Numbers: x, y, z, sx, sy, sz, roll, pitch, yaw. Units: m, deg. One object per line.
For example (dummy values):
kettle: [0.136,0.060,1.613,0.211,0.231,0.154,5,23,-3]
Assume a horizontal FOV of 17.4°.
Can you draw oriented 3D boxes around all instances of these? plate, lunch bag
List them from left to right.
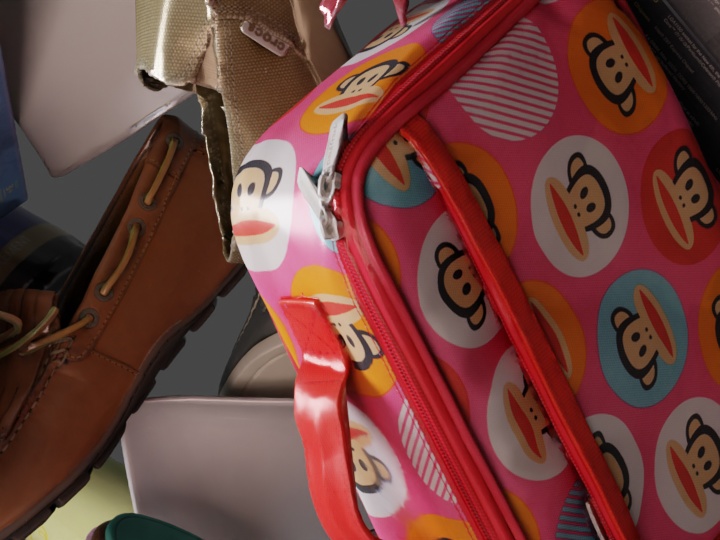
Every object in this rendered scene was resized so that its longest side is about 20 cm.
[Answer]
plate: [0.015,0.129,0.937,0.199,0.032,0.201,-2,117,10]
lunch bag: [0.045,0.021,0.744,0.082,0.176,0.201,-6,119,48]

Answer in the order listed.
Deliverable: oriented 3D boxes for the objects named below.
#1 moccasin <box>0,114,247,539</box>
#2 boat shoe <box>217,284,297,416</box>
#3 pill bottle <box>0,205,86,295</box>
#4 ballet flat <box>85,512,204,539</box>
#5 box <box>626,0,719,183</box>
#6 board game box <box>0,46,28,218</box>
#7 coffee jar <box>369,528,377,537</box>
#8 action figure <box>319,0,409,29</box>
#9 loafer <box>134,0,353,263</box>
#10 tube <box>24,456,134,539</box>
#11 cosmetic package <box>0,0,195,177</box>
moccasin: [-0.113,0.029,0.867,0.078,0.202,0.074,41,166,-13]
boat shoe: [0.000,0.000,0.900,0.073,0.062,0.200,9,141,-25]
pill bottle: [-0.214,-0.005,0.964,0.199,0.112,0.112,29,124,11]
ballet flat: [-0.029,0.167,0.911,0.199,0.069,0.071,28,123,-10]
box: [0.132,-0.089,0.780,0.200,0.051,0.158,49,127,-2]
board game box: [-0.203,-0.121,0.873,0.200,0.037,0.151,45,158,22]
coffee jar: [0.016,0.138,0.834,0.199,0.085,0.105,-13,113,-14]
action figure: [0.003,-0.174,0.712,0.148,0.134,0.201,19,101,34]
loafer: [-0.046,-0.089,0.771,0.067,0.076,0.201,-25,97,-11]
tube: [-0.137,0.094,1.016,0.199,0.052,0.058,29,97,17]
cosmetic package: [-0.112,-0.149,0.859,0.113,0.081,0.200,-26,102,35]
